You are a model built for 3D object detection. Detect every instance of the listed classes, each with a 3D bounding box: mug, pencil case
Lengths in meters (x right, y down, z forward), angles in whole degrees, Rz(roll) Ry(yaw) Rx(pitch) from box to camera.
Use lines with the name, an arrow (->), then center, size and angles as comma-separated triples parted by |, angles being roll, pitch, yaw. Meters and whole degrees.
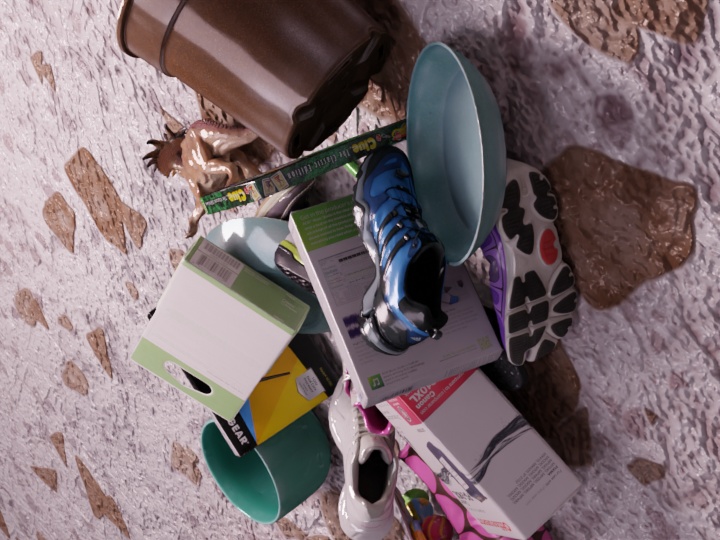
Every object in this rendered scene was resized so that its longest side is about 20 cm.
mug -> -0.107, 0.213, 1.803 | 0.152, 0.114, 0.186 | 43, 144, 20
pencil case -> 0.122, 0.252, 1.571 | 0.201, 0.091, 0.094 | 56, 152, 5

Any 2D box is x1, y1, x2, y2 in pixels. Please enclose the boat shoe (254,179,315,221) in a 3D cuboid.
boat shoe -> -0.082, -0.049, 1.598 | 0.065, 0.072, 0.200 | 43, 146, 4

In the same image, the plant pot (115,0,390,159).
plant pot -> -0.090, -0.224, 1.366 | 0.198, 0.200, 0.201 | 40, 144, 9

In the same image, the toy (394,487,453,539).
toy -> 0.089, 0.305, 1.623 | 0.115, 0.047, 0.200 | 54, -178, -26

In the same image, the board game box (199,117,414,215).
board game box -> -0.047, -0.101, 1.386 | 0.105, 0.199, 0.024 | -15, 98, 55

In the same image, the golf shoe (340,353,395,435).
golf shoe -> 0.009, 0.089, 1.541 | 0.075, 0.092, 0.201 | -6, 126, 33

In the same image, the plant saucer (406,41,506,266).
plant saucer -> 0.089, -0.106, 1.300 | 0.200, 0.036, 0.202 | 173, 90, -74

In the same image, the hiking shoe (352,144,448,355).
hiking shoe -> 0.047, -0.025, 1.328 | 0.086, 0.074, 0.201 | -21, 67, 44

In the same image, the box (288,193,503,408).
box -> 0.032, 0.015, 1.386 | 0.036, 0.143, 0.201 | 112, 138, -68

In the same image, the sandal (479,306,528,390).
sandal -> 0.111, 0.058, 1.466 | 0.200, 0.048, 0.076 | 32, 142, 52

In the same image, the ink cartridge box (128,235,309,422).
ink cartridge box -> -0.160, 0.069, 1.606 | 0.145, 0.048, 0.200 | 32, 138, -4

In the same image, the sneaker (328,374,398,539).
sneaker -> 0.013, 0.193, 1.610 | 0.100, 0.077, 0.201 | 111, 154, -60

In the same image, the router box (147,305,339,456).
router box -> -0.137, 0.095, 1.707 | 0.201, 0.149, 0.051 | 57, 168, -2

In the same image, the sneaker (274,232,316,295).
sneaker -> 0.000, 0.000, 1.455 | 0.199, 0.083, 0.072 | 31, 169, 24

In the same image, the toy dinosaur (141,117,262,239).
toy dinosaur -> -0.179, -0.132, 1.642 | 0.136, 0.086, 0.200 | 58, 142, 11

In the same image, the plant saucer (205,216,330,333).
plant saucer -> -0.086, 0.019, 1.597 | 0.200, 0.039, 0.202 | 14, 145, 10

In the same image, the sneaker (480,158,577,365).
sneaker -> 0.147, -0.011, 1.350 | 0.083, 0.080, 0.201 | 28, 130, 59

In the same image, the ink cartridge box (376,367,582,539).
ink cartridge box -> 0.112, 0.169, 1.457 | 0.200, 0.084, 0.145 | 48, 168, -1

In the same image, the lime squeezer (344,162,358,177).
lime squeezer -> 0.035, -0.036, 1.466 | 0.070, 0.038, 0.201 | -30, 80, 39
